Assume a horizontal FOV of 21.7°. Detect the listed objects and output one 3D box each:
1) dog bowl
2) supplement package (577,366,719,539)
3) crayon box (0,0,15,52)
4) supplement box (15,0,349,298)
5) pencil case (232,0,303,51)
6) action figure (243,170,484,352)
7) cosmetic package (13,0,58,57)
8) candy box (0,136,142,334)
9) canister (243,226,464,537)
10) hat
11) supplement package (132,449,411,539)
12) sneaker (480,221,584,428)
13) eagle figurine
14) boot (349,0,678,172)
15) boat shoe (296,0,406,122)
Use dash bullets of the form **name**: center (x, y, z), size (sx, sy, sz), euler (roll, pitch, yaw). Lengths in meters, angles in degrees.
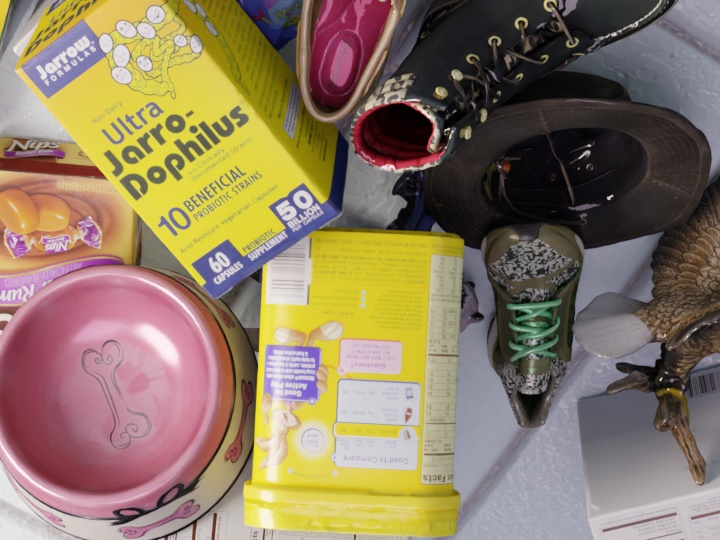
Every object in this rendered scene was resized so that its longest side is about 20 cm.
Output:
- **dog bowl**: center (-0.170, 0.086, 1.302), size (0.198, 0.074, 0.203), euler (-2, 76, 6)
- **supplement package**: center (0.273, 0.159, 1.397), size (0.198, 0.156, 0.112), euler (-14, 117, 11)
- **crayon box**: center (-0.328, -0.189, 1.293), size (0.171, 0.058, 0.201), euler (18, 119, -7)
- **supplement box**: center (-0.109, -0.104, 1.208), size (0.108, 0.110, 0.200), euler (-33, 112, 18)
- **pencil case**: center (0.000, -0.207, 1.254), size (0.198, 0.079, 0.087), euler (-19, 131, 13)
- **action figure**: center (0.000, 0.000, 1.373), size (0.191, 0.105, 0.202), euler (11, 106, -11)
- **cosmetic package**: center (-0.145, -0.118, 1.310), size (0.051, 0.083, 0.200), euler (-40, 110, 20)
- **candy box**: center (-0.222, 0.006, 1.398), size (0.115, 0.057, 0.202), euler (5, 121, -1)
- **canister**: center (-0.002, 0.074, 1.276), size (0.147, 0.087, 0.203), euler (3, 89, -2)
- **hat**: center (0.141, -0.089, 1.300), size (0.198, 0.082, 0.201), euler (0, 146, 0)
- **supplement package**: center (-0.061, 0.207, 1.407), size (0.197, 0.149, 0.192), euler (4, 155, 1)
- **sneaker**: center (0.128, 0.043, 1.347), size (0.076, 0.089, 0.201), euler (-6, 142, 4)
- **eagle figurine**: center (0.265, 0.022, 1.323), size (0.152, 0.150, 0.201), euler (46, 124, 19)
- **boot**: center (0.096, -0.133, 1.185), size (0.202, 0.154, 0.074), euler (-11, 120, 40)
- **boat shoe**: center (0.003, -0.186, 1.181), size (0.073, 0.069, 0.202), euler (11, 112, 1)
